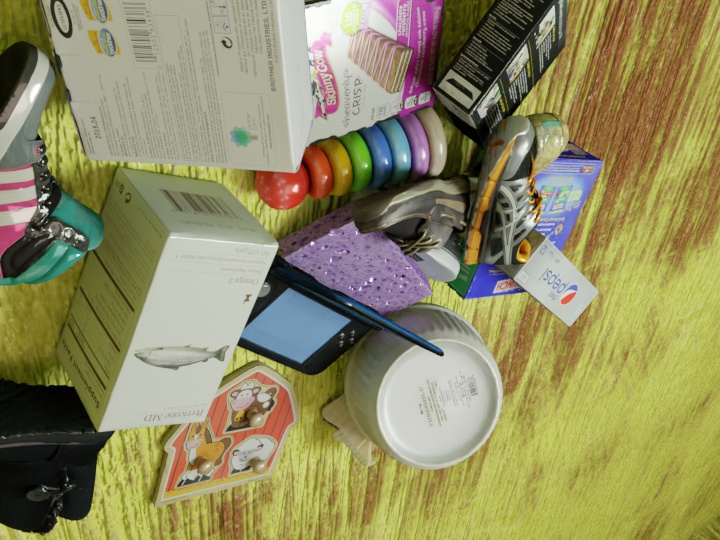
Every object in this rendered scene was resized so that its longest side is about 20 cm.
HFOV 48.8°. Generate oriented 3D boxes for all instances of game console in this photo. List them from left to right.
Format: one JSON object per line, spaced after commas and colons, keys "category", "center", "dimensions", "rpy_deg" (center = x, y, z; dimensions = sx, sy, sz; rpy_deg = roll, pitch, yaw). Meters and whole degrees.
{"category": "game console", "center": [-0.039, 0.074, 0.859], "dimensions": [0.170, 0.119, 0.199], "rpy_deg": [-41, 138, 17]}

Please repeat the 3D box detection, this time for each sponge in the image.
{"category": "sponge", "center": [0.000, 0.000, 0.909], "dimensions": [0.110, 0.030, 0.200], "rpy_deg": [-26, 144, 12]}

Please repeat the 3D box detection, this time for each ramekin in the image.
{"category": "ramekin", "center": [0.082, 0.148, 0.990], "dimensions": [0.196, 0.105, 0.204], "rpy_deg": [-2, 100, -11]}

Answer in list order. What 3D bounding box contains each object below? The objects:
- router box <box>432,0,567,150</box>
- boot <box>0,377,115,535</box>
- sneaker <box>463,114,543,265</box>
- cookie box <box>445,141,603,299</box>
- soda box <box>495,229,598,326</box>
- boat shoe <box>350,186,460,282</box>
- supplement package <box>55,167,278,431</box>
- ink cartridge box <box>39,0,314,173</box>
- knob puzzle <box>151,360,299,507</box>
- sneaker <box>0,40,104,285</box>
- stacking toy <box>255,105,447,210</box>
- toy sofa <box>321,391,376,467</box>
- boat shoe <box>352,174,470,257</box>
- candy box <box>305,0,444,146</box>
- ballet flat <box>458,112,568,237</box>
{"category": "router box", "center": [0.149, -0.212, 0.818], "dimensions": [0.150, 0.051, 0.200], "rpy_deg": [-53, 169, 7]}
{"category": "boot", "center": [-0.335, 0.178, 0.736], "dimensions": [0.197, 0.077, 0.169], "rpy_deg": [8, 128, -29]}
{"category": "sneaker", "center": [0.161, -0.081, 0.850], "dimensions": [0.201, 0.076, 0.079], "rpy_deg": [95, 9, -51]}
{"category": "cookie box", "center": [0.203, -0.069, 1.035], "dimensions": [0.169, 0.075, 0.202], "rpy_deg": [-4, 125, -41]}
{"category": "soda box", "center": [0.228, 0.001, 1.004], "dimensions": [0.064, 0.068, 0.199], "rpy_deg": [-51, 141, 6]}
{"category": "boat shoe", "center": [0.056, -0.053, 0.930], "dimensions": [0.200, 0.068, 0.057], "rpy_deg": [39, 59, -45]}
{"category": "supplement package", "center": [-0.180, 0.028, 0.724], "dimensions": [0.116, 0.117, 0.202], "rpy_deg": [3, 121, -45]}
{"category": "ink cartridge box", "center": [-0.139, -0.152, 0.568], "dimensions": [0.196, 0.077, 0.138], "rpy_deg": [3, 130, 7]}
{"category": "knob puzzle", "center": [-0.149, 0.200, 0.971], "dimensions": [0.217, 0.030, 0.222], "rpy_deg": [-25, 136, -26]}
{"category": "sneaker", "center": [-0.247, -0.065, 0.607], "dimensions": [0.120, 0.084, 0.201], "rpy_deg": [16, 118, -43]}
{"category": "stacking toy", "center": [-0.012, -0.108, 0.802], "dimensions": [0.198, 0.085, 0.086], "rpy_deg": [-22, 136, -23]}
{"category": "toy sofa", "center": [0.045, 0.167, 1.099], "dimensions": [0.200, 0.098, 0.083], "rpy_deg": [-46, 166, -1]}
{"category": "boat shoe", "center": [0.065, -0.054, 0.824], "dimensions": [0.199, 0.074, 0.075], "rpy_deg": [-18, 96, -52]}
{"category": "candy box", "center": [-0.017, -0.199, 0.729], "dimensions": [0.198, 0.061, 0.138], "rpy_deg": [-23, 135, -28]}
{"category": "ballet flat", "center": [0.153, -0.108, 0.914], "dimensions": [0.070, 0.071, 0.200], "rpy_deg": [-3, 150, -41]}
